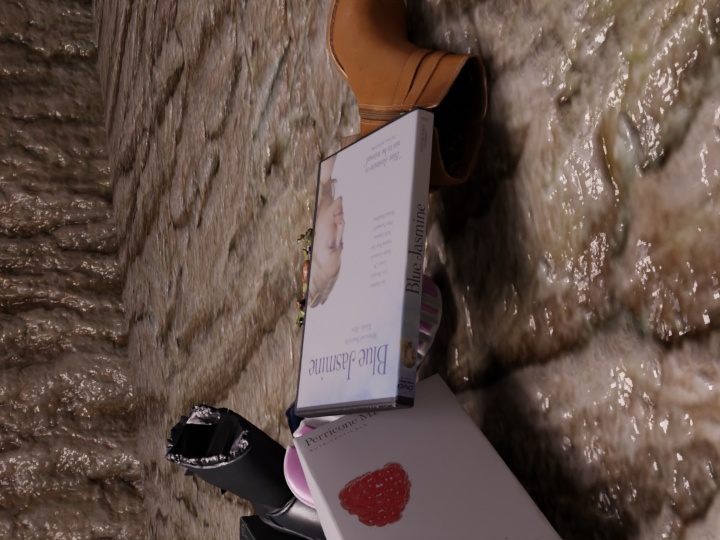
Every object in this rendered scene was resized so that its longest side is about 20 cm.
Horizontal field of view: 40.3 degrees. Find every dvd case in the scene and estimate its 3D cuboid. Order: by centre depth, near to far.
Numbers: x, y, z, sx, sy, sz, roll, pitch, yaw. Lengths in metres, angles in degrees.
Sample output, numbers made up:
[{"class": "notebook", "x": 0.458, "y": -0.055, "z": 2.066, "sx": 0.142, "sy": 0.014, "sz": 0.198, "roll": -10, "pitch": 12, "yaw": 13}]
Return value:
[{"class": "dvd case", "x": 0.000, "y": 0.000, "z": 0.694, "sx": 0.142, "sy": 0.017, "sz": 0.203, "roll": -18, "pitch": 63, "yaw": 57}]

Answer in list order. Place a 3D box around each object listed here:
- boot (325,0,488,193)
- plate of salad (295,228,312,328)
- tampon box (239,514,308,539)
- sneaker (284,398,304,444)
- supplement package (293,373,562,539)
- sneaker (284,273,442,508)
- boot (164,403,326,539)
[{"class": "boot", "x": 0.034, "y": -0.152, "z": 0.743, "sx": 0.155, "sy": 0.076, "sz": 0.203, "roll": 1, "pitch": 85, "yaw": 63}, {"class": "plate of salad", "x": -0.037, "y": 0.044, "z": 1.003, "sx": 0.200, "sy": 0.047, "sz": 0.203, "roll": 176, "pitch": 90, "yaw": -71}, {"class": "tampon box", "x": -0.039, "y": 0.349, "z": 0.950, "sx": 0.150, "sy": 0.125, "sz": 0.203, "roll": -161, "pitch": 69, "yaw": -68}, {"class": "sneaker", "x": -0.040, "y": 0.138, "z": 0.927, "sx": 0.077, "sy": 0.085, "sz": 0.201, "roll": 42, "pitch": 139, "yaw": 17}, {"class": "supplement package", "x": 0.050, "y": 0.186, "z": 0.643, "sx": 0.200, "sy": 0.120, "sz": 0.121, "roll": -128, "pitch": 18, "yaw": -55}, {"class": "sneaker", "x": 0.007, "y": 0.095, "z": 0.793, "sx": 0.202, "sy": 0.080, "sz": 0.088, "roll": -65, "pitch": -18, "yaw": -8}, {"class": "boot", "x": -0.064, "y": 0.180, "z": 0.859, "sx": 0.197, "sy": 0.163, "sz": 0.074, "roll": -2, "pitch": 53, "yaw": 40}]
